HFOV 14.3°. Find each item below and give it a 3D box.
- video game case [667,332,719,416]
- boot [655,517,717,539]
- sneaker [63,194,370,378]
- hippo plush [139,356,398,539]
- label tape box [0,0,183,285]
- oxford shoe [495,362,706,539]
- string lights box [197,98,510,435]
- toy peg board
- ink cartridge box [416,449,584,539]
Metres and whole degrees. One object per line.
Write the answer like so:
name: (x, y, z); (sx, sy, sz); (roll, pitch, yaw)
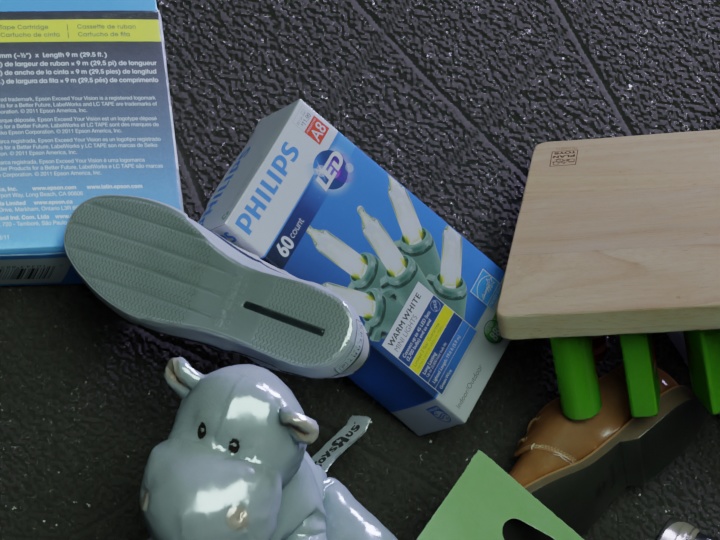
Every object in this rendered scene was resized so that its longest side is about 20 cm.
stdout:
video game case: (0.304, 0.048, 1.891); (0.181, 0.022, 0.201); (-27, 77, -23)
boot: (0.210, 0.242, 1.617); (0.150, 0.073, 0.200); (19, 49, 10)
sneaker: (-0.085, 0.018, 1.700); (0.199, 0.071, 0.073); (27, 81, 19)
hippo plush: (-0.048, 0.130, 1.661); (0.159, 0.161, 0.201); (23, 64, 15)
label tape box: (-0.192, -0.093, 1.784); (0.142, 0.066, 0.201); (-2, 68, -17)
oxford shoe: (0.121, 0.123, 1.795); (0.200, 0.072, 0.071); (-32, 53, -25)
string lights box: (0.000, 0.000, 1.773); (0.200, 0.059, 0.103); (39, 62, -18)
toy peg board: (0.201, 0.006, 1.793); (0.199, 0.098, 0.200); (-3, 33, 14)
ink cartridge box: (0.080, 0.212, 1.664); (0.145, 0.048, 0.200); (41, 59, -4)
